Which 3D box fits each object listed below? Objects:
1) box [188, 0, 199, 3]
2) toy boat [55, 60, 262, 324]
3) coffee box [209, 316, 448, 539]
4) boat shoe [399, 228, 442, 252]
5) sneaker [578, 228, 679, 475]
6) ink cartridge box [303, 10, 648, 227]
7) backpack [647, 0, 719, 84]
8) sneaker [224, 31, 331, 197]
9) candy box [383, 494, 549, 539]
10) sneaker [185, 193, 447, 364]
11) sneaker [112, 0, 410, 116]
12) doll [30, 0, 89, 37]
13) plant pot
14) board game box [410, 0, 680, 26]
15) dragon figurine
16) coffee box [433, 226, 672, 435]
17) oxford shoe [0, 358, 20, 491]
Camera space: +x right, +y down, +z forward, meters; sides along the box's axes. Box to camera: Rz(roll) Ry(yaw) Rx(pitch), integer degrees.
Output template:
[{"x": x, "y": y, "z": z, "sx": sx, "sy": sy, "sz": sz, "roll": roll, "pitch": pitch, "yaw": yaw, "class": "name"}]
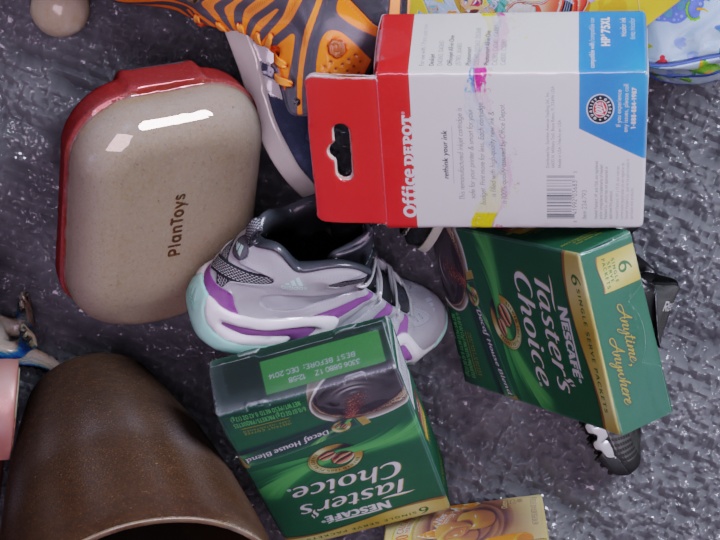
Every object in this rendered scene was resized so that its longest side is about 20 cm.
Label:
[{"x": -0.107, "y": -0.270, "z": 1.252, "sx": 0.163, "sy": 0.200, "sz": 0.021, "roll": 34, "pitch": 148, "yaw": 4, "class": "box"}, {"x": -0.144, "y": -0.064, "z": 1.354, "sx": 0.129, "sy": 0.131, "sz": 0.201, "roll": -11, "pitch": 136, "yaw": -22, "class": "toy boat"}, {"x": -0.016, "y": 0.111, "z": 1.369, "sx": 0.122, "sy": 0.044, "sz": 0.201, "roll": -14, "pitch": 146, "yaw": 3, "class": "coffee box"}, {"x": 0.045, "y": -0.115, "z": 1.350, "sx": 0.065, "sy": 0.075, "sz": 0.201, "roll": 13, "pitch": 103, "yaw": -12, "class": "boat shoe"}, {"x": 0.176, "y": 0.042, "z": 1.399, "sx": 0.090, "sy": 0.067, "sz": 0.202, "roll": -14, "pitch": 103, "yaw": 8, "class": "sneaker"}, {"x": 0.071, "y": -0.089, "z": 1.238, "sx": 0.198, "sy": 0.068, "sz": 0.117, "roll": 1, "pitch": 130, "yaw": 6, "class": "ink cartridge box"}, {"x": 0.200, "y": -0.218, "z": 1.297, "sx": 0.161, "sy": 0.154, "sz": 0.202, "roll": -9, "pitch": 120, "yaw": 4, "class": "backpack"}, {"x": -0.036, "y": -0.144, "z": 1.347, "sx": 0.084, "sy": 0.075, "sz": 0.202, "roll": -18, "pitch": 104, "yaw": 11, "class": "sneaker"}, {"x": 0.073, "y": 0.216, "z": 1.382, "sx": 0.114, "sy": 0.200, "sz": 0.056, "roll": -9, "pitch": 106, "yaw": 5, "class": "candy box"}, {"x": 0.000, "y": 0.000, "z": 1.332, "sx": 0.199, "sy": 0.078, "sz": 0.140, "roll": 2, "pitch": 143, "yaw": -37, "class": "sneaker"}, {"x": -0.065, "y": -0.149, "z": 1.279, "sx": 0.198, "sy": 0.078, "sz": 0.113, "roll": 1, "pitch": 109, "yaw": 20, "class": "sneaker"}, {"x": -0.173, "y": -0.246, "z": 1.336, "sx": 0.135, "sy": 0.049, "sz": 0.202, "roll": 17, "pitch": 105, "yaw": -2, "class": "doll"}, {"x": -0.160, "y": 0.155, "z": 1.361, "sx": 0.185, "sy": 0.201, "sz": 0.188, "roll": -11, "pitch": 134, "yaw": -11, "class": "plant pot"}, {"x": 0.119, "y": -0.190, "z": 1.248, "sx": 0.200, "sy": 0.034, "sz": 0.135, "roll": -37, "pitch": 92, "yaw": 31, "class": "board game box"}, {"x": -0.274, "y": 0.047, "z": 1.408, "sx": 0.099, "sy": 0.059, "sz": 0.200, "roll": -30, "pitch": 131, "yaw": 8, "class": "dragon figurine"}, {"x": 0.117, "y": 0.027, "z": 1.331, "sx": 0.044, "sy": 0.200, "sz": 0.124, "roll": -20, "pitch": 107, "yaw": -23, "class": "coffee box"}, {"x": -0.276, "y": 0.125, "z": 1.403, "sx": 0.073, "sy": 0.071, "sz": 0.201, "roll": 7, "pitch": 134, "yaw": -12, "class": "oxford shoe"}]
